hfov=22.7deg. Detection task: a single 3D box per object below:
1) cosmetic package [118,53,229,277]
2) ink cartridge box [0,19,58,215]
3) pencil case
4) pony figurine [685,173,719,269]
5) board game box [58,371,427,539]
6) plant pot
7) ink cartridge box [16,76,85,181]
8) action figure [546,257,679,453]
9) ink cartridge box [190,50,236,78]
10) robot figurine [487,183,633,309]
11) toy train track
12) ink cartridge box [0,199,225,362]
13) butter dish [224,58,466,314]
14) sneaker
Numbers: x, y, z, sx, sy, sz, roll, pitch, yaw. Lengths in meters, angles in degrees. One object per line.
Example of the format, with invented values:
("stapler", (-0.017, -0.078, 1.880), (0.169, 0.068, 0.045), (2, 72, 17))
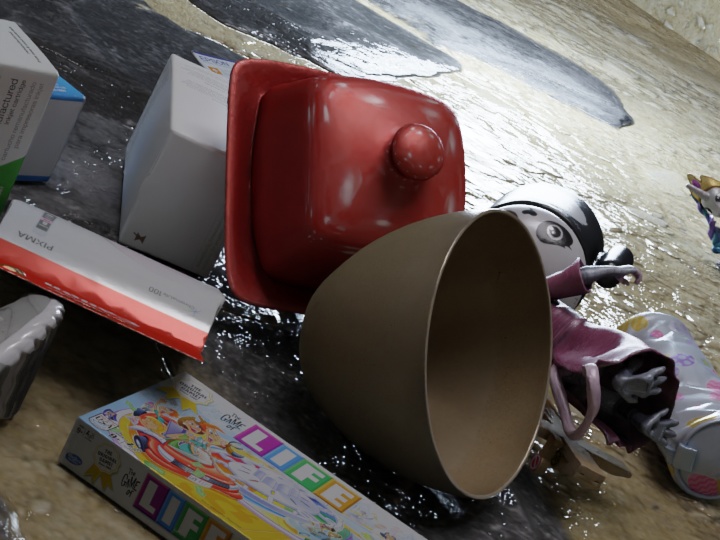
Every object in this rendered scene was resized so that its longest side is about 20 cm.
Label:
("cosmetic package", (-0.143, -0.091, 1.489), (0.084, 0.108, 0.200), (23, 21, -16))
("ink cartridge box", (-0.330, -0.109, 1.232), (0.199, 0.147, 0.083), (6, 29, -43))
("pencil case", (0.278, 0.114, 1.559), (0.090, 0.083, 0.200), (21, 21, -23))
("pony figurine", (0.501, -0.045, 2.193), (0.192, 0.167, 0.201), (-2, 49, -40))
("board game box", (-0.069, 0.142, 1.104), (0.199, 0.034, 0.134), (33, 20, 15))
("plant pot", (0.036, 0.054, 1.277), (0.134, 0.202, 0.200), (4, 6, 30))
("ink cartridge box", (-0.342, -0.158, 1.429), (0.200, 0.086, 0.146), (37, 21, 30))
("action figure", (0.156, 0.066, 1.404), (0.148, 0.135, 0.200), (-14, 41, -37))
("ink cartridge box", (-0.060, -0.147, 1.837), (0.199, 0.041, 0.200), (8, 27, -42))
("robot figurine", (0.159, -0.015, 1.661), (0.125, 0.150, 0.200), (57, 21, -2))
("toy train track", (0.144, 0.127, 1.416), (0.114, 0.033, 0.200), (29, 12, -20))
("ink cartridge box", (-0.171, 0.003, 1.210), (0.162, 0.057, 0.200), (25, -6, -7))
("butter dish", (0.010, -0.071, 1.359), (0.198, 0.201, 0.148), (10, -19, -30))
("sneaker", (-0.238, 0.050, 1.055), (0.082, 0.075, 0.200), (30, 20, 3))
